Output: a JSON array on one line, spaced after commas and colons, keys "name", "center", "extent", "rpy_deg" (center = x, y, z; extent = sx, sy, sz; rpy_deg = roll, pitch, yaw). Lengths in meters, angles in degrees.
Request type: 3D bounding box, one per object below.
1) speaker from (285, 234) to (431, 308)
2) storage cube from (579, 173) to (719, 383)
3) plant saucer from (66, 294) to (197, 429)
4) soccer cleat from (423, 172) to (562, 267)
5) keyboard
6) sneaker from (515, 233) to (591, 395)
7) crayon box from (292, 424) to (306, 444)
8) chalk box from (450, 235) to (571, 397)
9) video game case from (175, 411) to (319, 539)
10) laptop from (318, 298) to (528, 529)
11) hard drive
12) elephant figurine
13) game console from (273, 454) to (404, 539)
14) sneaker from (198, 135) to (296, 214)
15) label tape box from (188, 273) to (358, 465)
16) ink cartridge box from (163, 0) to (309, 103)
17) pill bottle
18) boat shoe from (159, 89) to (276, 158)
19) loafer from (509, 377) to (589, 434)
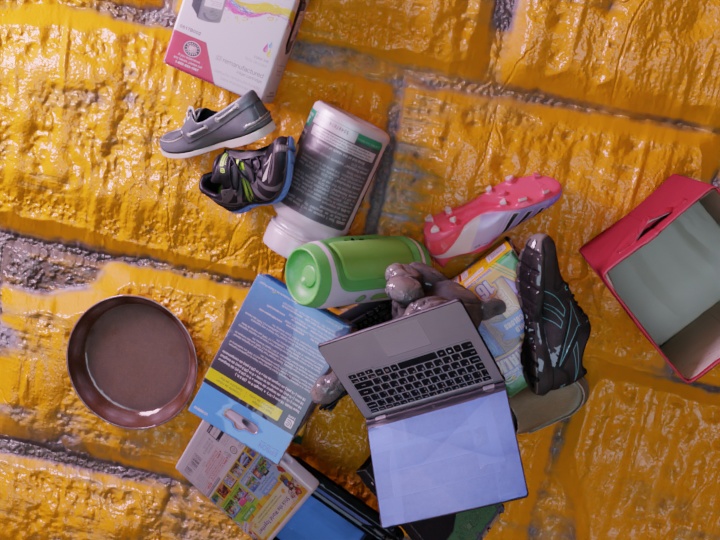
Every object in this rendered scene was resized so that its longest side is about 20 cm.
[{"name": "speaker", "center": [0.000, 0.000, 1.119], "extent": [0.088, 0.198, 0.090], "rpy_deg": [6, 99, 47]}, {"name": "storage cube", "center": [0.408, 0.004, 1.091], "extent": [0.170, 0.180, 0.201], "rpy_deg": [-40, 96, 11]}, {"name": "plant saucer", "center": [-0.331, 0.132, 1.257], "extent": [0.197, 0.035, 0.204], "rpy_deg": [1, 101, 4]}, {"name": "soccer cleat", "center": [0.180, -0.069, 1.165], "extent": [0.197, 0.067, 0.077], "rpy_deg": [-22, 129, 3]}, {"name": "keyboard", "center": [-0.021, 0.125, 1.198], "extent": [0.198, 0.021, 0.128], "rpy_deg": [-28, 115, -10]}, {"name": "sneaker", "center": [0.237, 0.051, 1.055], "extent": [0.078, 0.075, 0.203], "rpy_deg": [-8, 106, -8]}, {"name": "crayon box", "center": [-0.120, 0.151, 1.232], "extent": [0.124, 0.052, 0.203], "rpy_deg": [16, 102, 2]}, {"name": "chalk box", "center": [0.211, 0.076, 1.151], "extent": [0.123, 0.124, 0.201], "rpy_deg": [-36, 94, 10]}, {"name": "video game case", "center": [-0.166, 0.290, 1.217], "extent": [0.181, 0.023, 0.201], "rpy_deg": [40, 132, 6]}, {"name": "laptop", "center": [0.067, 0.165, 0.965], "extent": [0.185, 0.117, 0.201], "rpy_deg": [-19, 120, 22]}, {"name": "hard drive", "center": [0.103, 0.310, 1.210], "extent": [0.201, 0.038, 0.140], "rpy_deg": [49, 60, -5]}, {"name": "elephant figurine", "center": [0.056, 0.101, 1.063], "extent": [0.154, 0.141, 0.202], "rpy_deg": [31, 114, 23]}, {"name": "game console", "center": [-0.059, 0.369, 1.239], "extent": [0.199, 0.176, 0.117], "rpy_deg": [34, 73, -2]}, {"name": "sneaker", "center": [-0.149, -0.124, 1.119], "extent": [0.082, 0.198, 0.072], "rpy_deg": [19, 67, -34]}, {"name": "label tape box", "center": [-0.113, 0.127, 1.124], "extent": [0.143, 0.063, 0.202], "rpy_deg": [29, 92, 7]}, {"name": "ink cartridge box", "center": [-0.154, -0.340, 1.125], "extent": [0.146, 0.086, 0.203], "rpy_deg": [22, 103, 1]}, {"name": "pill bottle", "center": [-0.049, -0.112, 1.144], "extent": [0.112, 0.113, 0.202], "rpy_deg": [25, 101, 0]}, {"name": "boat shoe", "center": [-0.198, -0.195, 1.133], "extent": [0.198, 0.073, 0.062], "rpy_deg": [-3, 121, 37]}, {"name": "loafer", "center": [0.226, 0.196, 1.200], "extent": [0.197, 0.067, 0.077], "rpy_deg": [-19, 99, 8]}]
